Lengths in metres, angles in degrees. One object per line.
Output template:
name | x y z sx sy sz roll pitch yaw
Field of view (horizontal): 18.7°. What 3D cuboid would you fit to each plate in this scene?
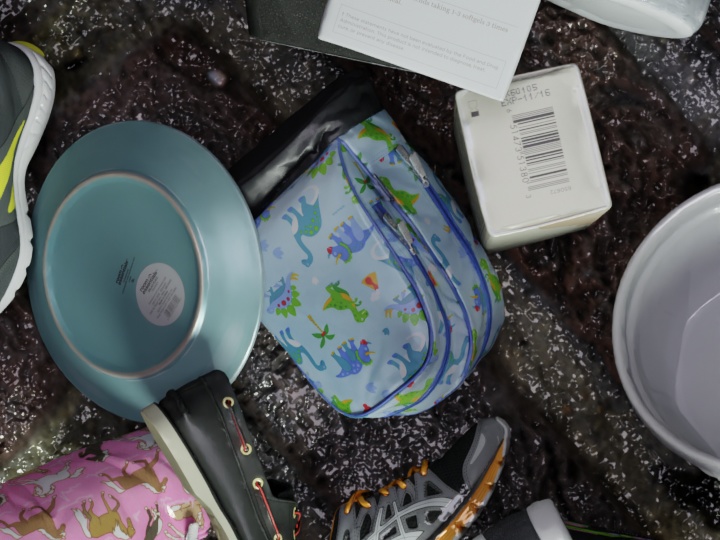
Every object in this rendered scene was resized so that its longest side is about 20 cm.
plate | -0.150 0.002 1.428 0.200 0.026 0.201 4 97 33

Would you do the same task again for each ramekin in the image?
ramekin | 0.267 0.048 1.394 0.200 0.105 0.201 -7 66 16

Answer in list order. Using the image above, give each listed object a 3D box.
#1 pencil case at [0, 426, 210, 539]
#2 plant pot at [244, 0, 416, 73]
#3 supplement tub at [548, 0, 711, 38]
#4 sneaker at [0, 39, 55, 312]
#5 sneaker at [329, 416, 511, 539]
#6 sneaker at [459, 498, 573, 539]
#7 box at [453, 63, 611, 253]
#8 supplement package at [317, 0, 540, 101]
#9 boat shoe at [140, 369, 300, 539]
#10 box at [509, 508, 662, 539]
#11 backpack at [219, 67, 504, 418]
pencil case | -0.185 0.166 1.395 0.086 0.200 0.083 16 117 43
plant pot | 0.019 -0.224 1.406 0.199 0.200 0.178 11 100 2
supplement tub | 0.193 -0.262 1.426 0.122 0.123 0.200 17 89 2
sneaker | -0.263 -0.061 1.448 0.074 0.085 0.201 5 83 24
sneaker | 0.023 0.169 1.443 0.077 0.078 0.200 42 91 8
sneaker | 0.102 0.242 1.244 0.112 0.073 0.200 -26 79 5
box | 0.105 -0.067 1.384 0.078 0.200 0.095 -14 89 2
supplement package | 0.064 -0.219 1.247 0.117 0.117 0.200 20 111 0
boat shoe | -0.066 0.159 1.392 0.063 0.074 0.202 -30 101 -13
box | 0.156 0.229 1.373 0.148 0.200 0.125 11 89 3
backpack | 0.000 0.000 1.420 0.163 0.154 0.200 -36 104 26
